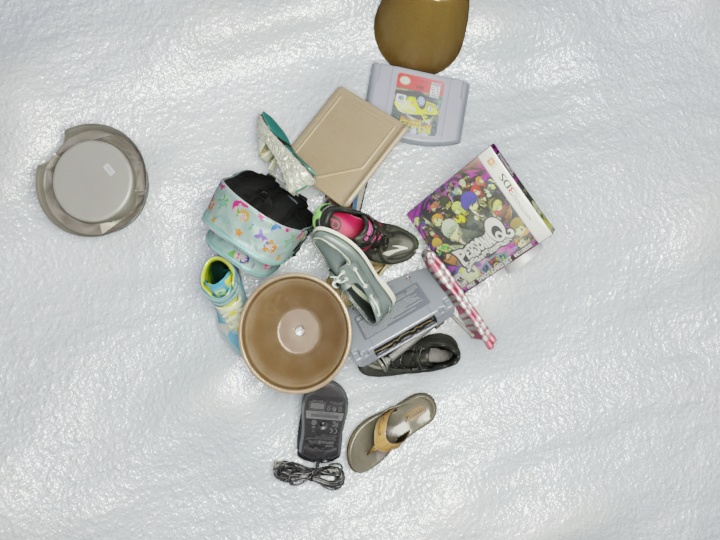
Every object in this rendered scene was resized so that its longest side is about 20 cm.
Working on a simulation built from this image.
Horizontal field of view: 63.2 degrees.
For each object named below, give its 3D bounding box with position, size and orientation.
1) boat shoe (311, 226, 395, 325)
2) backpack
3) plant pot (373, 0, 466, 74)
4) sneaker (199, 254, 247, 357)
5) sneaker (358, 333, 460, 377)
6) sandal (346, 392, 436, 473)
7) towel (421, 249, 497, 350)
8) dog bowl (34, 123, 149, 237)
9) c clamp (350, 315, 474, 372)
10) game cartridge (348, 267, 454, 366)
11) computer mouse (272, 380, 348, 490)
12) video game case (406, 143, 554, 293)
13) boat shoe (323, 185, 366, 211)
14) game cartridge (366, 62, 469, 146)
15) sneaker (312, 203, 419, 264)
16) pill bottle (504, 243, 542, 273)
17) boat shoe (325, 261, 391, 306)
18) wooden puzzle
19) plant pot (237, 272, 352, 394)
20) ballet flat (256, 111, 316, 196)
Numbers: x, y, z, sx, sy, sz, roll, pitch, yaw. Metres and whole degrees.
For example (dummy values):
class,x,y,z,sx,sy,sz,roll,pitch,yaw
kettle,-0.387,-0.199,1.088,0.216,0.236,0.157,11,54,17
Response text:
class,x,y,z,sx,sy,sz,roll,pitch,yaw
boat shoe,-0.017,0.011,0.995,0.200,0.072,0.062,48,58,-23
backpack,-0.179,-0.081,1.011,0.176,0.200,0.152,34,99,-3
plant pot,0.124,-0.480,1.057,0.181,0.200,0.192,0,88,-4
sneaker,-0.232,0.065,1.033,0.078,0.131,0.204,-22,90,-6
sneaker,0.091,0.156,1.072,0.195,0.091,0.078,-11,93,-4
sandal,0.060,0.297,1.077,0.197,0.055,0.083,-28,93,-9
towel,0.170,0.048,1.058,0.030,0.146,0.202,-35,90,2
dog bowl,-0.478,-0.158,1.062,0.194,0.059,0.206,0,87,-5
c clamp,0.078,0.113,1.052,0.198,0.172,0.027,-33,134,-5
game cartridge,0.058,0.078,1.058,0.197,0.134,0.041,-29,132,-1
computer mouse,-0.079,0.292,1.075,0.135,0.053,0.205,11,96,-9
video game case,0.205,-0.085,1.026,0.199,0.036,0.183,-36,90,31
boat shoe,-0.031,-0.128,1.095,0.071,0.072,0.205,14,76,1
game cartridge,0.106,-0.313,1.129,0.195,0.041,0.137,10,90,-4
sneaker,0.012,-0.058,1.011,0.195,0.084,0.079,15,93,-15
pill bottle,0.245,-0.099,1.088,0.111,0.111,0.201,-40,90,-5
boat shoe,0.000,0.000,1.086,0.200,0.063,0.073,-43,87,-6
wooden puzzle,-0.031,-0.227,1.073,0.199,0.037,0.186,36,85,31
plant pot,-0.111,0.108,1.035,0.195,0.093,0.207,0,88,0
ballet flat,-0.150,-0.210,1.055,0.071,0.072,0.201,-33,57,-5
